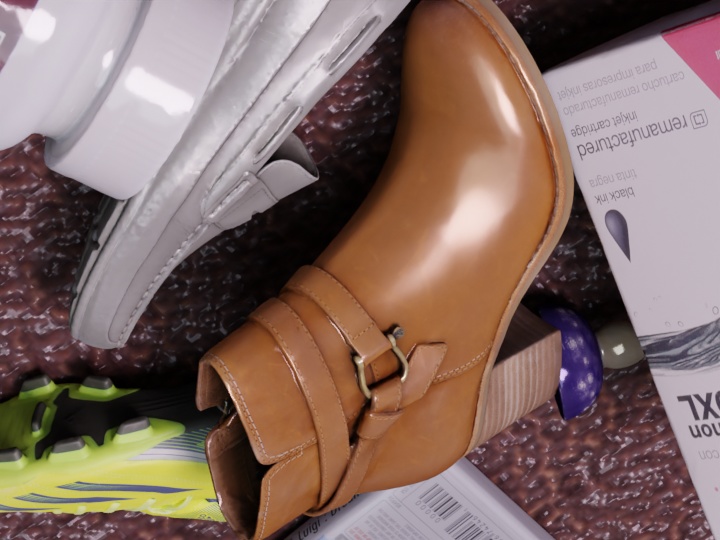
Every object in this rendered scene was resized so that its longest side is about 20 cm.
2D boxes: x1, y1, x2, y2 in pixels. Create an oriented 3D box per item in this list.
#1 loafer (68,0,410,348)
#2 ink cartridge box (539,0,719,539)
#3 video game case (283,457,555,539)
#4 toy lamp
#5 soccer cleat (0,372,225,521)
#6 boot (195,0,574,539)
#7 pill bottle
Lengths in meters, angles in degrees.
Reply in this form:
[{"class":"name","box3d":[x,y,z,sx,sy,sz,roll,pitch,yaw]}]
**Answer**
[{"class":"loafer","box3d":[-0.049,-0.047,0.770,0.070,0.070,0.201,28,111,-14]},{"class":"ink cartridge box","box3d":[0.172,-0.007,0.733,0.084,0.144,0.201,-27,98,-37]},{"class":"video game case","box3d":[0.029,0.188,0.943,0.182,0.024,0.200,-39,118,16]},{"class":"toy lamp","box3d":[0.176,0.014,0.841,0.199,0.058,0.059,-15,121,1]},{"class":"soccer cleat","box3d":[-0.085,0.083,0.845,0.199,0.065,0.084,-11,123,-1]},{"class":"boot","box3d":[0.000,0.000,0.763,0.155,0.077,0.201,-23,128,-27]},{"class":"pill bottle","box3d":[-0.151,-0.109,0.699,0.199,0.110,0.110,27,114,-20]}]
